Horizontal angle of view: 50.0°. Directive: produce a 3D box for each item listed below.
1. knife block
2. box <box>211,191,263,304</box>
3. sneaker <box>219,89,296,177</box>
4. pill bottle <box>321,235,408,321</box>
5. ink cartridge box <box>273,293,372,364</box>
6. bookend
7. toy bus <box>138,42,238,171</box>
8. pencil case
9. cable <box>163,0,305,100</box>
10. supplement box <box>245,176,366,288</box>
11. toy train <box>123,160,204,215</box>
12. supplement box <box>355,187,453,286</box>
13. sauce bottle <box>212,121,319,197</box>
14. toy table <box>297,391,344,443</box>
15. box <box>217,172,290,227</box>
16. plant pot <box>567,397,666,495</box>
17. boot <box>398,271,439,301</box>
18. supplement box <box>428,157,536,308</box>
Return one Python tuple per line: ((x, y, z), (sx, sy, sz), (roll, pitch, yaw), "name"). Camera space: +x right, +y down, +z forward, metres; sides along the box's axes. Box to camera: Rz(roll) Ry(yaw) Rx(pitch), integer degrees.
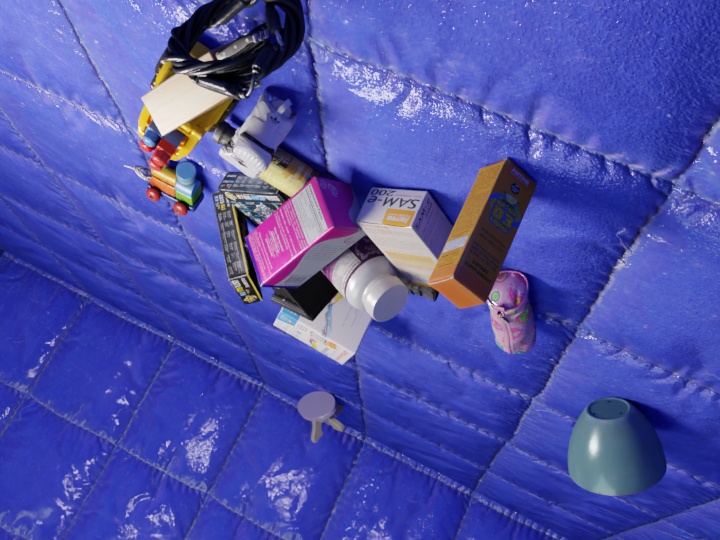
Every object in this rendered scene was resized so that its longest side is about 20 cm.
((-0.201, -0.266, 1.065), (0.065, 0.198, 0.175), (61, 170, -13), "knife block")
((-0.262, -0.048, 1.649), (0.048, 0.204, 0.160), (-14, 158, -3), "box")
((-0.162, -0.218, 1.242), (0.075, 0.116, 0.199), (35, 172, -18), "sneaker")
((0.000, 0.000, 1.430), (0.200, 0.112, 0.113), (46, 173, 36), "pill bottle")
((-0.081, 0.102, 1.821), (0.197, 0.147, 0.147), (29, 159, -5), "ink cartridge box")
((-0.167, -0.016, 1.570), (0.201, 0.092, 0.197), (53, 162, -28), "bookend")
((-0.292, -0.243, 1.230), (0.134, 0.195, 0.199), (32, 161, -17), "toy bus")
((0.271, 0.079, 1.395), (0.086, 0.089, 0.201), (18, 158, 25), "pencil case")
((-0.163, -0.300, 0.968), (0.197, 0.165, 0.051), (24, 168, 34), "cable")
((-0.095, -0.062, 1.353), (0.199, 0.105, 0.100), (-34, 157, 32), "supplement box")
((-0.431, -0.212, 1.653), (0.197, 0.086, 0.116), (27, 149, 5), "toy train")
((0.099, -0.052, 1.326), (0.124, 0.075, 0.200), (10, 154, 40), "supplement box")
((-0.167, -0.194, 1.358), (0.197, 0.067, 0.066), (30, 160, -8), "sauce bottle")
((-0.145, 0.551, 2.945), (0.199, 0.183, 0.118), (20, 146, 55), "toy table")
((-0.173, -0.128, 1.548), (0.197, 0.047, 0.159), (9, 152, 44), "box")
((0.517, 0.343, 1.585), (0.198, 0.198, 0.138), (5, 115, 47), "plant pot")
((0.098, 0.034, 1.549), (0.129, 0.071, 0.201), (20, 163, 9), "boot")
((0.168, -0.052, 1.054), (0.066, 0.203, 0.068), (34, 156, -18), "supplement box")
